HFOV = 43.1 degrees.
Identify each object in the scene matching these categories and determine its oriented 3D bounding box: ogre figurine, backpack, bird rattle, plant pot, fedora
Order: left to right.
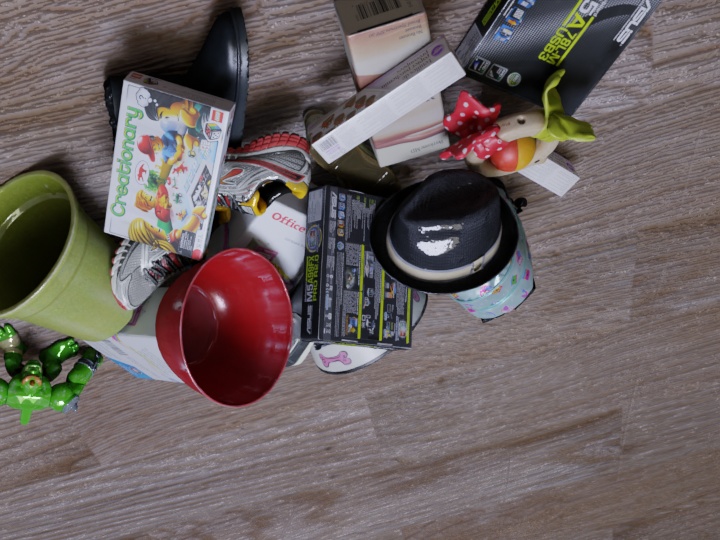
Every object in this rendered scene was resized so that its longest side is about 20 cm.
[{"bbox_3d":[-0.488,0.156,1.355,0.199,0.121,0.098,26,123,-35],"label":"ogre figurine"},{"bbox_3d":[-0.392,0.002,1.197,0.199,0.202,0.184,-27,146,13],"label":"plant pot"},{"bbox_3d":[0.109,-0.068,1.158,0.198,0.202,0.092,-8,146,-7],"label":"fedora"},{"bbox_3d":[0.162,-0.027,1.290,0.126,0.201,0.167,30,122,-36],"label":"backpack"},{"bbox_3d":[0.192,-0.161,1.156,0.198,0.114,0.163,-22,159,-10],"label":"bird rattle"}]

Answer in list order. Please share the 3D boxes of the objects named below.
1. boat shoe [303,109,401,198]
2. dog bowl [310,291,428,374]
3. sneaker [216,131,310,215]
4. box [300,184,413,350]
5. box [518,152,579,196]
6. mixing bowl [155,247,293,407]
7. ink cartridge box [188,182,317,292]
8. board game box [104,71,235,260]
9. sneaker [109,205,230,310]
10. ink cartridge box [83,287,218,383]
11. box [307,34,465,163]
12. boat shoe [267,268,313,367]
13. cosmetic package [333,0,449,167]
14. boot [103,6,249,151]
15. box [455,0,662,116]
[{"bbox_3d":[-0.009,-0.145,1.240,0.073,0.063,0.200,-37,138,15],"label":"boat shoe"},{"bbox_3d":[-0.003,0.057,1.344,0.199,0.201,0.074,-30,114,15],"label":"dog bowl"},{"bbox_3d":[-0.157,-0.107,1.132,0.198,0.083,0.078,-15,161,12],"label":"sneaker"},{"bbox_3d":[0.000,0.000,1.211,0.159,0.203,0.044,8,170,-38],"label":"box"},{"bbox_3d":[0.224,-0.165,1.275,0.198,0.039,0.041,22,125,-32],"label":"box"},{"bbox_3d":[-0.191,0.072,1.181,0.107,0.202,0.200,0,148,38],"label":"mixing bowl"},{"bbox_3d":[-0.129,-0.034,1.277,0.144,0.085,0.200,23,123,-34],"label":"ink cartridge box"},{"bbox_3d":[-0.228,-0.119,1.076,0.125,0.035,0.202,16,120,-1],"label":"board game box"},{"bbox_3d":[-0.248,-0.031,1.188,0.201,0.082,0.078,-54,148,-16],"label":"sneaker"},{"bbox_3d":[-0.286,0.094,1.307,0.198,0.085,0.145,2,148,37],"label":"ink cartridge box"},{"bbox_3d":[0.028,-0.200,1.074,0.199,0.039,0.041,-32,134,17],"label":"box"},{"bbox_3d":[-0.093,0.069,1.264,0.067,0.072,0.201,-5,141,-33],"label":"boat shoe"},{"bbox_3d":[0.042,-0.240,1.128,0.102,0.088,0.201,-18,136,2],"label":"cosmetic package"},{"bbox_3d":[-0.220,-0.220,1.085,0.166,0.077,0.201,-4,141,-16],"label":"boot"},{"bbox_3d":[0.248,-0.306,1.148,0.191,0.048,0.201,17,128,-27],"label":"box"}]
